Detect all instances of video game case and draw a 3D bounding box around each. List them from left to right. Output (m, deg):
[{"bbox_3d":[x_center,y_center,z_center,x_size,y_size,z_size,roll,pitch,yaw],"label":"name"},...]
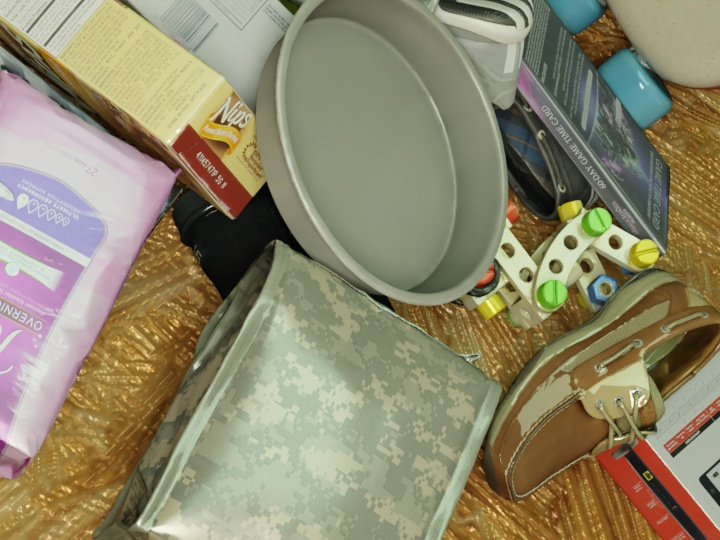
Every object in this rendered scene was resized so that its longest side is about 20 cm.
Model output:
[{"bbox_3d":[0.156,-0.115,1.507,0.200,0.019,0.143,52,23,-17],"label":"video game case"}]

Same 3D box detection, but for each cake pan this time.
[{"bbox_3d":[0.011,-0.073,1.271,0.200,0.037,0.201,20,62,-43],"label":"cake pan"}]

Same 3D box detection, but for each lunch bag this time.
[{"bbox_3d":[-0.029,0.103,1.208,0.164,0.118,0.200,33,71,-11],"label":"lunch bag"}]

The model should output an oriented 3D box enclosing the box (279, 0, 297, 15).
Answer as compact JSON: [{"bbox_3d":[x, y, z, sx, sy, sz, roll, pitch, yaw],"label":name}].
[{"bbox_3d":[-0.113,-0.247,1.412,0.122,0.048,0.201,-24,107,-43],"label":"box"}]

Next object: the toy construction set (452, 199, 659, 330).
[{"bbox_3d":[0.094,-0.042,1.444,0.131,0.092,0.200,-37,75,-20],"label":"toy construction set"}]

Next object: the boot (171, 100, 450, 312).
[{"bbox_3d":[0.000,0.000,1.334,0.200,0.076,0.168,-22,70,-17],"label":"boot"}]

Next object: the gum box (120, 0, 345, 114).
[{"bbox_3d":[-0.115,-0.169,1.312,0.200,0.113,0.066,44,81,-21],"label":"gum box"}]

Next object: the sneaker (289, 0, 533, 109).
[{"bbox_3d":[0.014,-0.146,1.403,0.199,0.116,0.075,18,41,21],"label":"sneaker"}]

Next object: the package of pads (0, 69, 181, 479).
[{"bbox_3d":[-0.195,0.001,1.184,0.120,0.076,0.200,29,67,-8],"label":"package of pads"}]

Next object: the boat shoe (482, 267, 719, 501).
[{"bbox_3d":[0.162,0.075,1.379,0.074,0.076,0.200,27,60,37],"label":"boat shoe"}]

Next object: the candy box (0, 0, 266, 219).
[{"bbox_3d":[-0.146,-0.121,1.271,0.200,0.115,0.055,36,83,26],"label":"candy box"}]

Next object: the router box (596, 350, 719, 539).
[{"bbox_3d":[0.281,0.142,1.473,0.200,0.049,0.180,-31,80,-44],"label":"router box"}]

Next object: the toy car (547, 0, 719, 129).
[{"bbox_3d":[0.266,-0.218,1.668,0.177,0.184,0.200,57,18,12],"label":"toy car"}]

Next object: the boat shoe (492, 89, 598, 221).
[{"bbox_3d":[0.098,-0.122,1.523,0.200,0.069,0.057,52,45,5],"label":"boat shoe"}]

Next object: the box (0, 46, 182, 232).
[{"bbox_3d":[-0.221,-0.061,1.278,0.200,0.040,0.137,38,47,-6],"label":"box"}]
